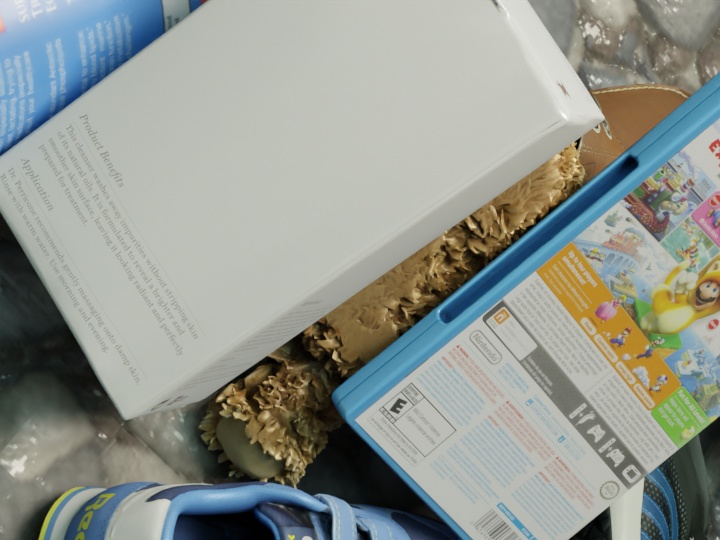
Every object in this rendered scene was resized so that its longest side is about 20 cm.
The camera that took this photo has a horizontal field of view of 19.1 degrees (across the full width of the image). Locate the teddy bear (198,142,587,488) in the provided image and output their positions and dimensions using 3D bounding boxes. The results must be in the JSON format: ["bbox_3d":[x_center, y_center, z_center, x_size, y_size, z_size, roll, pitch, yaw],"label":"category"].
[{"bbox_3d":[0.000,0.000,0.855,0.145,0.067,0.201,35,101,1],"label":"teddy bear"}]

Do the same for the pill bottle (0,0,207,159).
[{"bbox_3d":[-0.153,-0.092,0.796,0.199,0.112,0.113,-29,94,-32],"label":"pill bottle"}]

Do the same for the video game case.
[{"bbox_3d":[0.101,0.027,0.851,0.200,0.018,0.143,-39,132,3],"label":"video game case"}]

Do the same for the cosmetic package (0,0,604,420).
[{"bbox_3d":[-0.024,-0.045,0.780,0.113,0.199,0.081,59,13,7],"label":"cosmetic package"}]

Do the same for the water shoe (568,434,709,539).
[{"bbox_3d":[0.122,0.120,0.937,0.078,0.071,0.202,21,70,-28],"label":"water shoe"}]

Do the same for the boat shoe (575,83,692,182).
[{"bbox_3d":[0.087,-0.049,0.941,0.199,0.068,0.072,-24,50,-34],"label":"boat shoe"}]

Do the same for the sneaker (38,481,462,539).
[{"bbox_3d":[-0.024,0.123,0.843,0.199,0.082,0.075,8,74,-32],"label":"sneaker"}]
